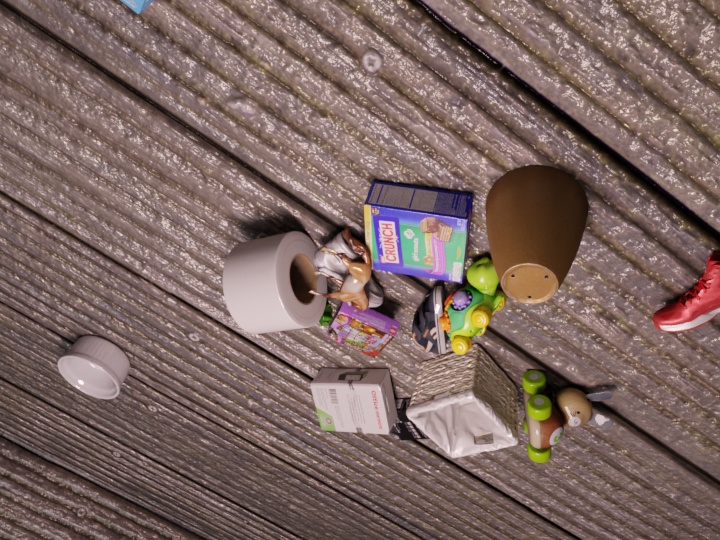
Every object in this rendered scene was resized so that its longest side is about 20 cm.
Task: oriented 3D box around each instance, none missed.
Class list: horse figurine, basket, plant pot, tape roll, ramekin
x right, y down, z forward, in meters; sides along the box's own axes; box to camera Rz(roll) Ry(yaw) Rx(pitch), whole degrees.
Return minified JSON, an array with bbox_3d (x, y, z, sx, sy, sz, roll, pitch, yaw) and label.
[{"bbox_3d":[-0.026,0.008,1.263,0.131,0.050,0.202,20,132,-1],"label":"horse figurine"},{"bbox_3d":[0.249,0.312,1.474,0.197,0.162,0.200,-26,119,37],"label":"basket"},{"bbox_3d":[0.301,-0.045,1.081,0.183,0.202,0.188,10,136,10],"label":"plant pot"},{"bbox_3d":[-0.177,0.027,1.327,0.137,0.204,0.204,-9,129,28],"label":"tape roll"},{"bbox_3d":[-0.801,0.290,1.892,0.197,0.098,0.202,10,135,10],"label":"ramekin"}]

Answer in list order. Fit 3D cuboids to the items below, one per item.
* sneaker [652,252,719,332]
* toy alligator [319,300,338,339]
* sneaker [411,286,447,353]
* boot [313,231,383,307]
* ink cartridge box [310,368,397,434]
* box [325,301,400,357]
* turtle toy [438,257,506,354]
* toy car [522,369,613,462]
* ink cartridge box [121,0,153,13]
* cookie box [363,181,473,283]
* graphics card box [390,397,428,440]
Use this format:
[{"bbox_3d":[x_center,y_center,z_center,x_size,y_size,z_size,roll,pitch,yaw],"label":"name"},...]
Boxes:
[{"bbox_3d":[0.620,0.030,1.138,0.198,0.079,0.116,-26,112,23],"label":"sneaker"},{"bbox_3d":[-0.087,0.084,1.403,0.059,0.200,0.055,12,106,-30],"label":"toy alligator"},{"bbox_3d":[0.151,0.115,1.379,0.078,0.079,0.202,2,135,11],"label":"sneaker"},{"bbox_3d":[0.000,0.000,1.332,0.199,0.074,0.095,35,122,-30],"label":"boot"},{"bbox_3d":[-0.015,0.338,1.624,0.197,0.084,0.148,-3,111,23],"label":"ink cartridge box"},{"bbox_3d":[0.001,0.137,1.441,0.135,0.040,0.200,24,155,-2],"label":"box"},{"bbox_3d":[0.231,0.068,1.276,0.101,0.145,0.202,38,120,14],"label":"turtle toy"},{"bbox_3d":[0.477,0.329,1.427,0.196,0.159,0.167,-5,122,9],"label":"toy car"},{"bbox_3d":[-0.343,-0.519,0.957,0.114,0.068,0.200,36,135,-15],"label":"ink cartridge box"},{"bbox_3d":[0.111,-0.072,1.215,0.197,0.076,0.173,9,137,13],"label":"cookie box"},{"bbox_3d":[0.157,0.397,1.670,0.197,0.051,0.126,-14,126,30],"label":"graphics card box"}]
